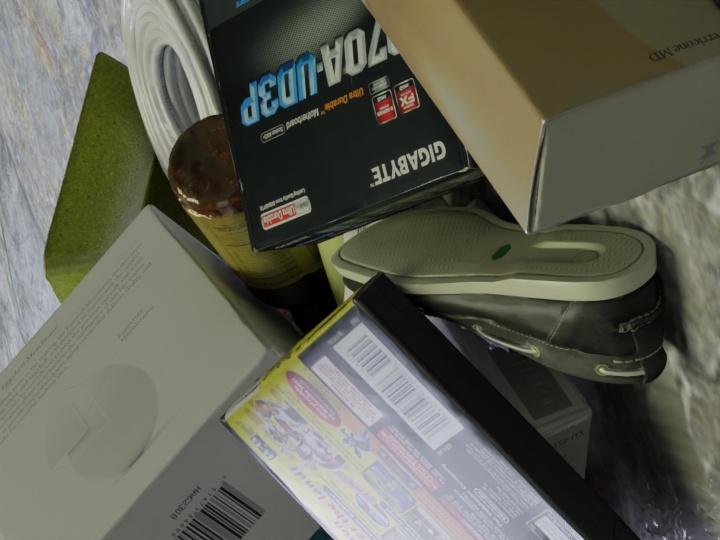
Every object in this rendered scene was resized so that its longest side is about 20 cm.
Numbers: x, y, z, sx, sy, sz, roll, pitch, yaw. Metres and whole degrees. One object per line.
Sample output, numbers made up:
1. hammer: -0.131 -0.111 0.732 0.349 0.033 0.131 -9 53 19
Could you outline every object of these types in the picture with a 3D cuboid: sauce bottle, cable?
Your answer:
1. sauce bottle: -0.052 -0.020 1.513 0.066 0.066 0.200 58 -178 32
2. cable: -0.089 -0.109 1.598 0.200 0.069 0.201 54 156 40

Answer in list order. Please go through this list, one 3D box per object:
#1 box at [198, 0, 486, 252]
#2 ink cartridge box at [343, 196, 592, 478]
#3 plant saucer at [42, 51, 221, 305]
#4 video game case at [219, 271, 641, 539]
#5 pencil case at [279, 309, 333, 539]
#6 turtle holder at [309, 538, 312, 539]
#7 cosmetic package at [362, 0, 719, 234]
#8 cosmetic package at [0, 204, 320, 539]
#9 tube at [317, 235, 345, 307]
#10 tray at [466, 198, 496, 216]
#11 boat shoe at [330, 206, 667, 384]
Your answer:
1. box: -0.003 -0.107 1.275 0.200 0.046 0.160 -19 82 55
2. ink cartridge box: 0.050 0.065 1.352 0.200 0.045 0.177 57 158 35
3. plant saucer: -0.140 -0.014 1.721 0.200 0.048 0.200 66 -156 -45
4. video game case: 0.036 0.110 1.276 0.200 0.026 0.181 46 146 -1
5. pencil case: -0.062 0.088 1.699 0.087 0.087 0.201 26 133 65
6. turtle holder: -0.095 0.201 1.634 0.186 0.141 0.132 60 174 -20
7. cosmetic package: 0.069 -0.120 1.083 0.200 0.105 0.071 55 157 34
8. cosmetic package: -0.120 0.103 1.528 0.123 0.199 0.200 39 -175 -38
9. tube: 0.000 0.000 1.491 0.052 0.058 0.201 12 128 35
10. tray: 0.067 0.038 1.380 0.108 0.022 0.200 67 162 13
11. boat shoe: 0.063 0.013 1.226 0.199 0.072 0.068 10 129 45
